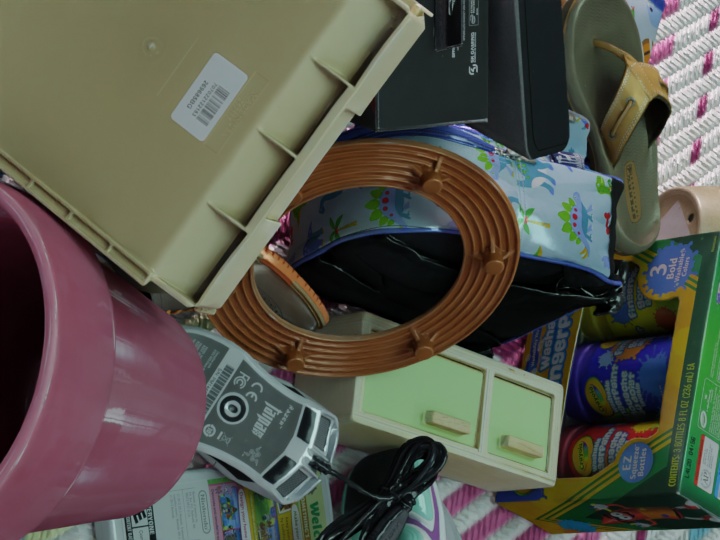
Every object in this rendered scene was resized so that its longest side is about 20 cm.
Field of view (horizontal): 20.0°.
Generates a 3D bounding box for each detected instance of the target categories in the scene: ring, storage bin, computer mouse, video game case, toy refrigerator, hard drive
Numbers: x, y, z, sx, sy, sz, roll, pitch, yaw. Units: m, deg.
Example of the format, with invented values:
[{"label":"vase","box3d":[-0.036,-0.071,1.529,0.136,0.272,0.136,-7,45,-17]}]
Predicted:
[{"label":"ring","box3d":[0.000,0.000,1.239,0.200,0.200,0.019,33,32,-34]},{"label":"storage bin","box3d":[-0.095,-0.111,1.072,0.200,0.198,0.094,-53,167,5]},{"label":"computer mouse","box3d":[-0.053,0.104,1.279,0.200,0.044,0.110,35,79,-4]},{"label":"video game case","box3d":[-0.081,0.223,1.282,0.182,0.022,0.201,-3,83,-44]},{"label":"toy refrigerator","box3d":[0.051,0.093,1.399,0.200,0.070,0.076,22,67,-40]},{"label":"hard drive","box3d":[0.057,-0.161,1.226,0.033,0.200,0.140,-17,116,-21]}]

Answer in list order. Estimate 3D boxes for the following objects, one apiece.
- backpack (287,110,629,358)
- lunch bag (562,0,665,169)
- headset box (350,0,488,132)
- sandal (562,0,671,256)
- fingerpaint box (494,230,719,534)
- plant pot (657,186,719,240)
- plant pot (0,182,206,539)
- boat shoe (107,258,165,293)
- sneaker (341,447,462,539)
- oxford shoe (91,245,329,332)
[{"label":"backpack","box3d":[0.053,-0.039,1.353,0.200,0.183,0.147,13,67,-33]},{"label":"lunch bag","box3d":[0.108,-0.170,1.468,0.200,0.124,0.170,35,61,-42]},{"label":"headset box","box3d":[0.006,-0.167,1.183,0.077,0.200,0.149,-8,105,-26]},{"label":"sandal","box3d":[0.188,-0.105,1.426,0.080,0.054,0.201,-27,112,-38]},{"label":"fingerpaint box","box3d":[0.196,0.082,1.471,0.073,0.167,0.201,31,63,-38]},{"label":"plant pot","box3d":[0.315,0.009,1.610,0.200,0.187,0.188,21,67,-25]},{"label":"plant pot","box3d":[-0.186,0.062,1.110,0.179,0.199,0.201,21,67,-56]},{"label":"boat shoe","box3d":[-0.154,-0.082,1.180,0.072,0.068,0.200,-35,73,-34]},{"label":"sneaker","box3d":[0.037,0.231,1.339,0.140,0.078,0.200,55,36,-39]},{"label":"oxford shoe","box3d":[-0.107,0.001,1.279,0.200,0.071,0.073,32,78,-28]}]
